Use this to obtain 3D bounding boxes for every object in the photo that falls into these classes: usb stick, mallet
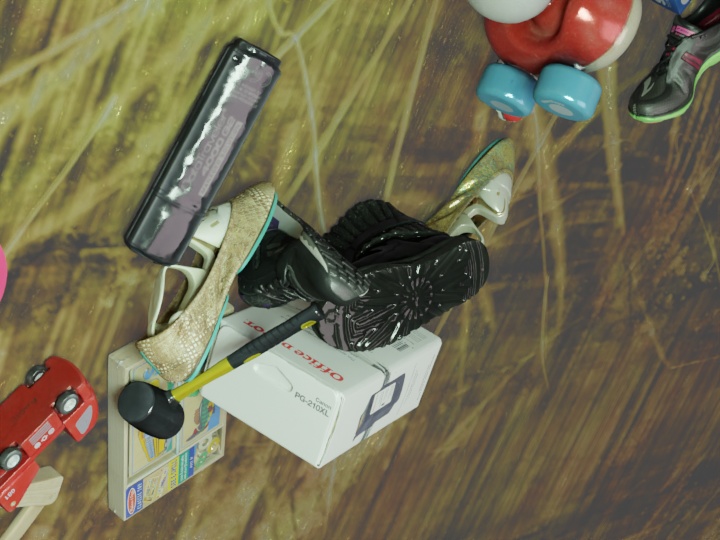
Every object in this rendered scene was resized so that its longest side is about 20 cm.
[{"bbox_3d":[-0.131,-0.096,1.327,0.055,0.033,0.201,25,99,-29],"label":"usb stick"},{"bbox_3d":[-0.124,0.081,1.393,0.199,0.041,0.066,-35,151,16],"label":"mallet"}]

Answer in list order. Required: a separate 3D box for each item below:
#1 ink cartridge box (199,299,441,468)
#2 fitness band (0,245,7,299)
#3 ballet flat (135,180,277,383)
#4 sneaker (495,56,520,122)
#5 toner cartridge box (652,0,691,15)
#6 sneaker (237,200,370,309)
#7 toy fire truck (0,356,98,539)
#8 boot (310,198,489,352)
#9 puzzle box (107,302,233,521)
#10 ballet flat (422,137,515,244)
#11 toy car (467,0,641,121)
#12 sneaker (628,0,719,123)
[{"bbox_3d":[-0.036,0.090,1.516,0.200,0.144,0.085,-23,138,-58],"label":"ink cartridge box"},{"bbox_3d":[-0.332,0.009,1.141,0.144,0.037,0.200,-55,152,-7],"label":"fitness band"},{"bbox_3d":[-0.135,-0.002,1.378,0.065,0.070,0.201,32,67,-23],"label":"ballet flat"},{"bbox_3d":[0.211,-0.234,1.650,0.201,0.085,0.077,-55,150,-2],"label":"sneaker"},{"bbox_3d":[0.344,-0.373,1.751,0.095,0.043,0.200,-54,151,-5],"label":"toner cartridge box"},{"bbox_3d":[-0.059,0.007,1.390,0.076,0.200,0.088,39,91,-27],"label":"sneaker"},{"bbox_3d":[-0.293,0.181,1.355,0.200,0.049,0.141,-46,150,-18],"label":"toy fire truck"},{"bbox_3d":[0.000,0.002,1.508,0.210,0.157,0.080,-18,119,-38],"label":"boot"},{"bbox_3d":[-0.179,0.129,1.497,0.133,0.025,0.201,-31,142,-36],"label":"puzzle box"},{"bbox_3d":[0.118,-0.057,1.710,0.200,0.071,0.071,-46,149,-17],"label":"ballet flat"},{"bbox_3d":[0.145,-0.267,1.495,0.199,0.176,0.186,28,82,-32],"label":"toy car"},{"bbox_3d":[0.381,-0.258,1.910,0.200,0.076,0.084,-51,133,-15],"label":"sneaker"}]
